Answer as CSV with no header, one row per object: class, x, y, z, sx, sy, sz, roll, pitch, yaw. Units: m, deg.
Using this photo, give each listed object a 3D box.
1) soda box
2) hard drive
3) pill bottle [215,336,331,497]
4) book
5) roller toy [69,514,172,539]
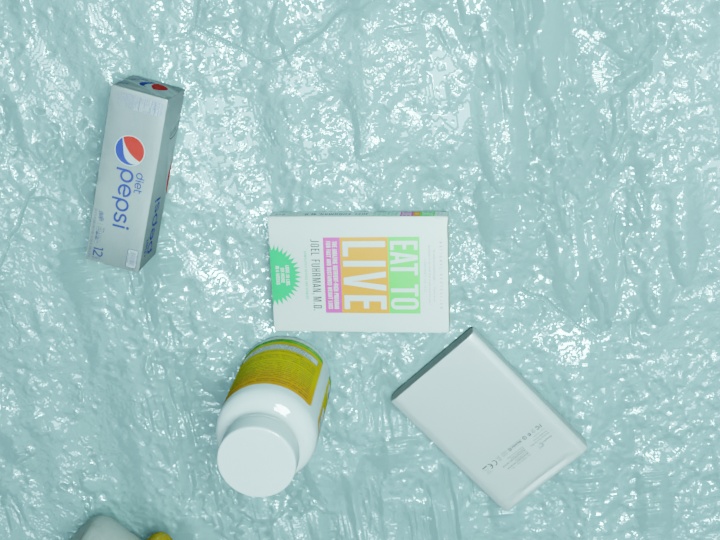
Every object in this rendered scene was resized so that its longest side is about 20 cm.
soda box,-0.246,-0.105,1.089,0.063,0.068,0.201,15,110,1
hard drive,0.152,0.178,1.176,0.132,0.026,0.200,-42,101,17
pill bottle,-0.097,0.161,1.100,0.111,0.200,0.112,2,110,5
book,0.000,0.000,1.121,0.199,0.048,0.134,-1,106,7
roller toy,-0.322,0.407,1.222,0.140,0.200,0.182,40,143,-9
